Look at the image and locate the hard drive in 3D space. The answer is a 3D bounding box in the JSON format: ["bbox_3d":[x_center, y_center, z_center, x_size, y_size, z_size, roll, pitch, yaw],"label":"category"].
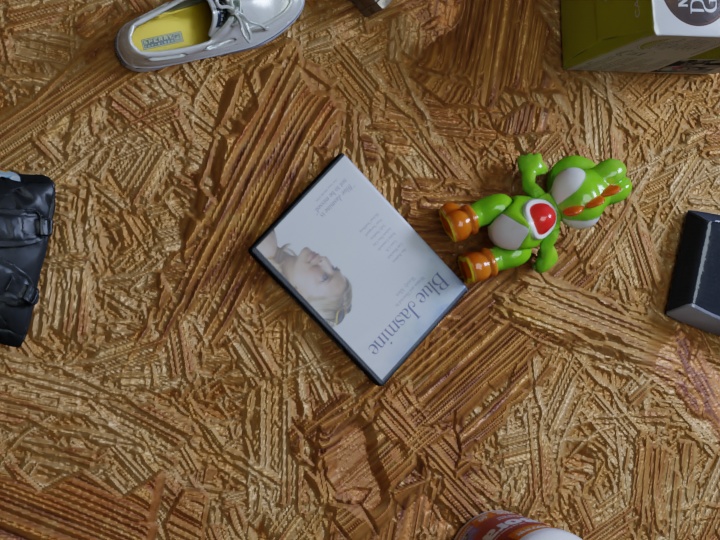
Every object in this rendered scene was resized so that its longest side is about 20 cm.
[{"bbox_3d":[0.449,0.015,1.583,0.199,0.042,0.136,16,84,-18],"label":"hard drive"}]

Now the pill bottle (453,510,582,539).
[{"bbox_3d":[0.172,0.307,1.400,0.111,0.200,0.113,1,88,-19],"label":"pill bottle"}]

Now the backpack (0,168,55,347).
[{"bbox_3d":[-0.397,-0.028,1.258,0.199,0.153,0.164,11,87,-40],"label":"backpack"}]

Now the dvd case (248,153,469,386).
[{"bbox_3d":[0.000,0.000,1.445,0.200,0.018,0.143,46,75,-12],"label":"dvd case"}]

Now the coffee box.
[{"bbox_3d":[0.337,-0.323,1.471,0.196,0.200,0.201,-2,89,-18],"label":"coffee box"}]

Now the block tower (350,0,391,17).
[{"bbox_3d":[-0.038,-0.350,1.422,0.200,0.058,0.054,45,76,-14],"label":"block tower"}]

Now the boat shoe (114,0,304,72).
[{"bbox_3d":[-0.140,-0.250,1.368,0.201,0.086,0.075,-18,94,-18],"label":"boat shoe"}]

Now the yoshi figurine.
[{"bbox_3d":[0.186,-0.064,1.485,0.199,0.113,0.112,-23,55,-4],"label":"yoshi figurine"}]
